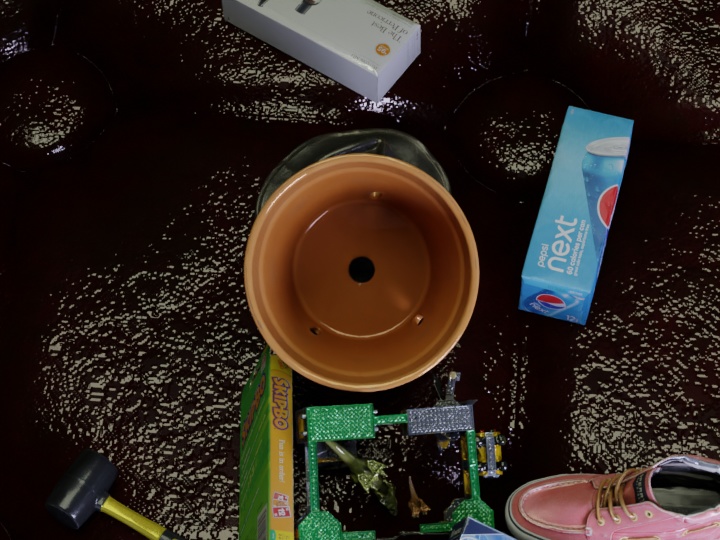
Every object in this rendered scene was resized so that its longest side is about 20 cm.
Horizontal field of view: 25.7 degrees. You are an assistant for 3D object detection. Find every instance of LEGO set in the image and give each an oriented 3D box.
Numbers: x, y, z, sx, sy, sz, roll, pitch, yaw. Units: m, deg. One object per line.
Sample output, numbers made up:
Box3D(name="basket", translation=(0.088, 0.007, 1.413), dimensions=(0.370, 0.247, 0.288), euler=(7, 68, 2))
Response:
Box3D(name="LEGO set", translation=(0.020, 0.176, 1.367), dimensions=(0.198, 0.116, 0.155), euler=(-11, 85, -9))

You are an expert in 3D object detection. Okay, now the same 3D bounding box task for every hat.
Box3D(name="hat", translation=(-0.008, -0.077, 1.512), dimensions=(0.199, 0.081, 0.202), euler=(-1, 59, 2))

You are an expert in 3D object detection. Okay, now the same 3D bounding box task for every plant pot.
Box3D(name="plant pot", translation=(0.000, 0.000, 1.393), dimensions=(0.198, 0.140, 0.202), euler=(0, 92, -1))

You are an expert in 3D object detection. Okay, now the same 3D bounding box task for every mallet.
Box3D(name="mallet", translation=(-0.174, 0.219, 1.375), dimensions=(0.199, 0.041, 0.066), euler=(21, 60, 8))

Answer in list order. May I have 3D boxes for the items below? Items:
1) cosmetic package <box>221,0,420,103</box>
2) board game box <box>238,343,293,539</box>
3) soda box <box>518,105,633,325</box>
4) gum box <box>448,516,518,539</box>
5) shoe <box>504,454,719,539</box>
Box3D(name="cosmetic package", translation=(-0.041, -0.257, 1.635), dimensions=(0.199, 0.051, 0.083), euler=(30, 66, 18))
Box3D(name="board game box", translation=(-0.082, 0.167, 1.356), dimensions=(0.030, 0.096, 0.201), euler=(8, 54, -18))
Box3D(name="soda box", translation=(0.205, -0.054, 1.502), dimensions=(0.067, 0.064, 0.201), euler=(13, 62, 10))
Box3D(name="gum box", translation=(0.121, 0.325, 1.260), dimensions=(0.169, 0.045, 0.201), euler=(26, 66, -5))
Box3D(name="shoe", translation=(0.224, 0.194, 1.341), dimensions=(0.198, 0.091, 0.072), euler=(1, 60, 3))
